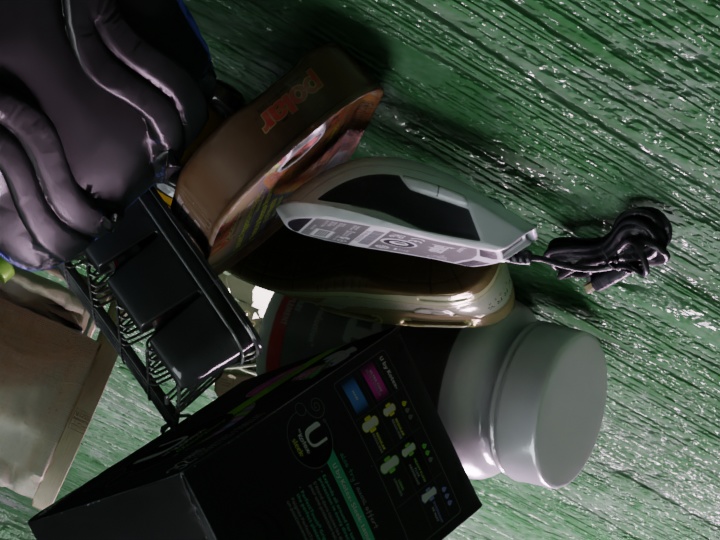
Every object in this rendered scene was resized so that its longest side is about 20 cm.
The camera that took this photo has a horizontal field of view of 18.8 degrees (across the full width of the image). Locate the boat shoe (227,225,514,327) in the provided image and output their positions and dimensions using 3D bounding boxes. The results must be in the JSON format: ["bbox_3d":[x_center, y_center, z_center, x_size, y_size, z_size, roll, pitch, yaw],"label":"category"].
[{"bbox_3d":[0.000,0.000,1.278,0.199,0.074,0.066,12,155,34],"label":"boat shoe"}]

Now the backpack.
[{"bbox_3d":[-0.166,-0.116,1.005,0.168,0.162,0.200,45,175,38],"label":"backpack"}]

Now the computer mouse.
[{"bbox_3d":[0.056,-0.029,1.131,0.198,0.044,0.110,11,171,-12],"label":"computer mouse"}]

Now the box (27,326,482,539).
[{"bbox_3d":[-0.057,0.139,1.243,0.148,0.200,0.125,-21,98,43],"label":"box"}]

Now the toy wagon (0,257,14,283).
[{"bbox_3d":[-0.342,0.000,1.491,0.200,0.155,0.040,45,160,9],"label":"toy wagon"}]

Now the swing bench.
[{"bbox_3d":[-0.286,0.054,1.600,0.198,0.131,0.200,25,-168,-9],"label":"swing bench"}]

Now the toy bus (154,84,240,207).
[{"bbox_3d":[-0.131,-0.092,1.190,0.078,0.066,0.200,9,159,44],"label":"toy bus"}]

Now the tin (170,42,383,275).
[{"bbox_3d":[-0.048,-0.053,1.113,0.042,0.112,0.200,45,163,3],"label":"tin"}]

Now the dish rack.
[{"bbox_3d":[-0.122,0.011,1.170,0.154,0.054,0.200,55,167,8],"label":"dish rack"}]

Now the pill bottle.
[{"bbox_3d":[0.044,0.063,1.343,0.199,0.115,0.114,13,161,31],"label":"pill bottle"}]

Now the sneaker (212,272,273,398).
[{"bbox_3d":[-0.073,0.050,1.501,0.067,0.090,0.200,16,162,25],"label":"sneaker"}]
